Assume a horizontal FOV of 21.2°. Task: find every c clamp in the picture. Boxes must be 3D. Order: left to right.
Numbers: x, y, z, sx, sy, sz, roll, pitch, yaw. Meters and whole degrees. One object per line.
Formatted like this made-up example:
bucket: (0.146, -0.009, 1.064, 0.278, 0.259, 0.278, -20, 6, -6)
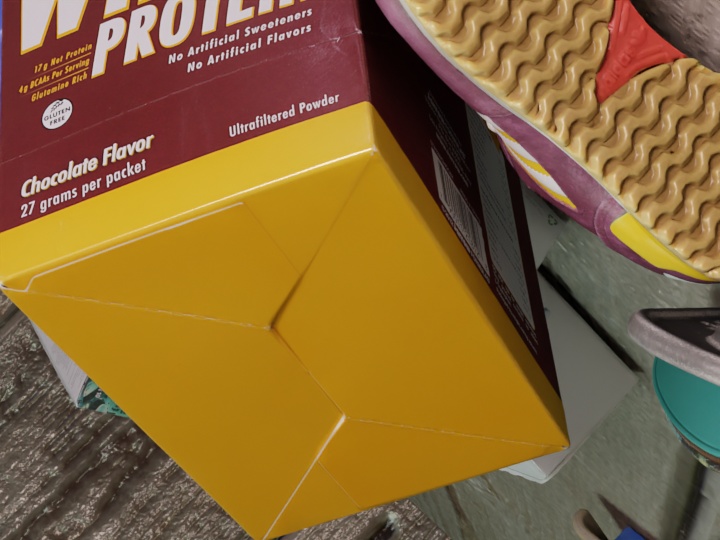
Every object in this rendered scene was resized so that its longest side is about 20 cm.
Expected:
c clamp: (0.170, 0.045, 0.593, 0.170, 0.027, 0.200, 19, -171, 22)

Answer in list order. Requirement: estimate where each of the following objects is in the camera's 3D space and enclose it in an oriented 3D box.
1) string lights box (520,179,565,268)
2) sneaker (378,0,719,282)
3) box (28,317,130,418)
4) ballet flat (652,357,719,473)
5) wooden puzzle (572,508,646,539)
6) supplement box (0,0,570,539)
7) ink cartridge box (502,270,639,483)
string lights box: (0.000, 0.000, 0.998, 0.103, 0.059, 0.200, 46, 135, -8)
sneaker: (0.057, -0.069, 0.632, 0.200, 0.075, 0.090, 47, 167, -11)
box: (-0.090, 0.050, 1.116, 0.199, 0.036, 0.144, 14, -160, -30)
ballet flat: (0.186, 0.063, 0.776, 0.071, 0.069, 0.200, 27, 177, -17)
wooden puzzle: (0.266, 0.283, 1.536, 0.200, 0.046, 0.185, 44, 173, 42)
supplement box: (-0.028, -0.044, 0.716, 0.197, 0.132, 0.201, 54, -157, -49)
ink cartridge box: (0.049, 0.021, 1.128, 0.200, 0.086, 0.146, 45, 171, -8)
